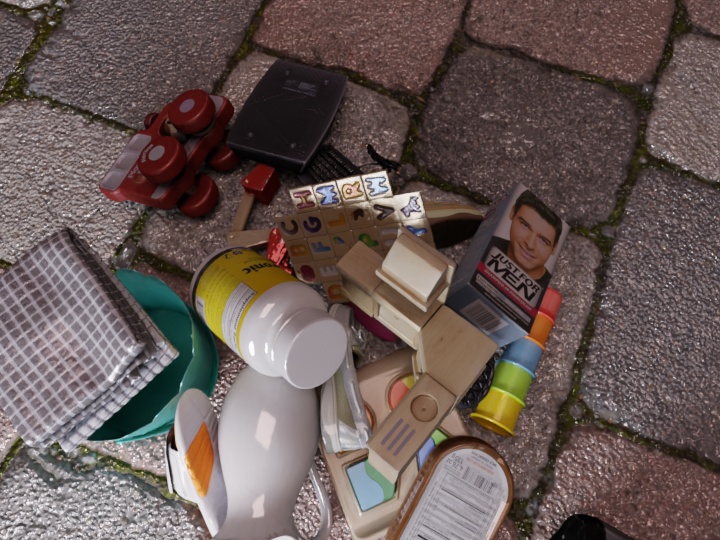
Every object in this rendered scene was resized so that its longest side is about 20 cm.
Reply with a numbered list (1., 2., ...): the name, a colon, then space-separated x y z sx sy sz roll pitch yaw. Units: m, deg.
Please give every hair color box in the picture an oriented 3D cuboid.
1. hair color box: 0.193 -0.012 0.765 0.099 0.061 0.200 39 54 -8

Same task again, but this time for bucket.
1. bucket: -0.285 0.114 0.744 0.205 0.135 0.209 -1 71 2

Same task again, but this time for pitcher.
1. pitcher: -0.093 0.225 0.705 0.121 0.171 0.202 -17 59 36

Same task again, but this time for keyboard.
1. keyboard: -0.018 -0.142 0.824 0.126 0.021 0.200 -24 34 -10

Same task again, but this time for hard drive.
1. hard drive: -0.104 -0.233 0.886 0.134 0.042 0.201 15 56 7

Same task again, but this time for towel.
1. towel: -0.327 0.073 0.644 0.165 0.086 0.200 -41 73 -11

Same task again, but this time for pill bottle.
1. pill bottle: -0.106 0.053 0.681 0.111 0.112 0.199 -48 45 -13

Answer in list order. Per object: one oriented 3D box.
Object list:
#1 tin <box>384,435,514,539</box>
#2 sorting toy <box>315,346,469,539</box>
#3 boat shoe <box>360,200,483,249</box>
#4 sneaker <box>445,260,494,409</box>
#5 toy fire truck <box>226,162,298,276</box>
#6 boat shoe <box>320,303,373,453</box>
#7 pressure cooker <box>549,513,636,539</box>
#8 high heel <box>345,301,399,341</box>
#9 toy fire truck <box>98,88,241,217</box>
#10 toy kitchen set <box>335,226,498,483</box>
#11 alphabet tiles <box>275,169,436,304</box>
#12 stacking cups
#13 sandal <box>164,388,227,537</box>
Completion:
1. tin: 0.105 0.295 0.700 0.111 0.042 0.201 29 83 4
2. sorting toy: 0.041 0.212 0.751 0.184 0.037 0.201 -22 71 -6
3. boat shoe: 0.078 -0.074 0.810 0.199 0.072 0.076 -7 54 -30
4. sneaker: 0.118 0.080 0.774 0.071 0.083 0.202 -3 72 -17
5. toy fire truck: -0.137 -0.039 0.838 0.140 0.049 0.201 27 75 11
6. boat shoe: -0.015 0.129 0.741 0.064 0.075 0.203 -5 46 5
7. pressure cooker: 0.283 0.379 0.610 0.199 0.179 0.177 27 71 11
8. high heel: 0.000 0.000 0.795 0.067 0.096 0.201 -23 71 -6
9. toy fire truck: -0.281 -0.181 0.871 0.167 0.112 0.201 16 70 27
10. toy kitchen set: 0.021 0.077 0.631 0.200 0.164 0.180 37 68 18
11. alphabet tiles: -0.006 -0.036 0.745 0.198 0.168 0.006 -8 25 23
12. stacking cups: 0.209 0.111 0.767 0.060 0.061 0.201 25 74 10
13. sandal: -0.195 0.242 0.694 0.059 0.079 0.208 -8 105 15
